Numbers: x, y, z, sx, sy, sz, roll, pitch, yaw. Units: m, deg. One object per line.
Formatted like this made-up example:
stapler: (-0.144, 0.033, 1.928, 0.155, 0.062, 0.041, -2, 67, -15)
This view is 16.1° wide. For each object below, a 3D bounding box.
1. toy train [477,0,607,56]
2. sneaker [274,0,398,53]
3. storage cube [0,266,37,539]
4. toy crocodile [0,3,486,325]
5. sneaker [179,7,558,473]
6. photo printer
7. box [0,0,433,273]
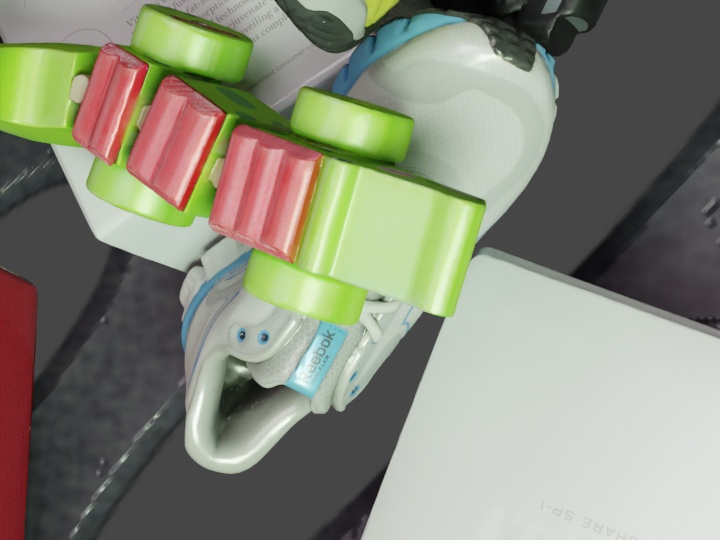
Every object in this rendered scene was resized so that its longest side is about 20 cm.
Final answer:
toy train: (0.100, -0.167, 0.890, 0.046, 0.034, 0.201, 25, 91, 25)
sneaker: (0.011, -0.133, 0.822, 0.076, 0.200, 0.075, -36, 101, 28)
storage cube: (-0.233, 0.076, 0.911, 0.170, 0.200, 0.181, -7, 70, 24)
toy crocodile: (-0.042, -0.035, 0.795, 0.200, 0.062, 0.068, 28, 103, 38)
sneaker: (0.000, 0.000, 0.837, 0.200, 0.075, 0.087, -52, 18, 39)
photo printer: (0.075, 0.110, 0.825, 0.166, 0.069, 0.201, 21, 89, 28)
box: (-0.064, -0.116, 0.922, 0.124, 0.097, 0.201, -33, 68, 16)
